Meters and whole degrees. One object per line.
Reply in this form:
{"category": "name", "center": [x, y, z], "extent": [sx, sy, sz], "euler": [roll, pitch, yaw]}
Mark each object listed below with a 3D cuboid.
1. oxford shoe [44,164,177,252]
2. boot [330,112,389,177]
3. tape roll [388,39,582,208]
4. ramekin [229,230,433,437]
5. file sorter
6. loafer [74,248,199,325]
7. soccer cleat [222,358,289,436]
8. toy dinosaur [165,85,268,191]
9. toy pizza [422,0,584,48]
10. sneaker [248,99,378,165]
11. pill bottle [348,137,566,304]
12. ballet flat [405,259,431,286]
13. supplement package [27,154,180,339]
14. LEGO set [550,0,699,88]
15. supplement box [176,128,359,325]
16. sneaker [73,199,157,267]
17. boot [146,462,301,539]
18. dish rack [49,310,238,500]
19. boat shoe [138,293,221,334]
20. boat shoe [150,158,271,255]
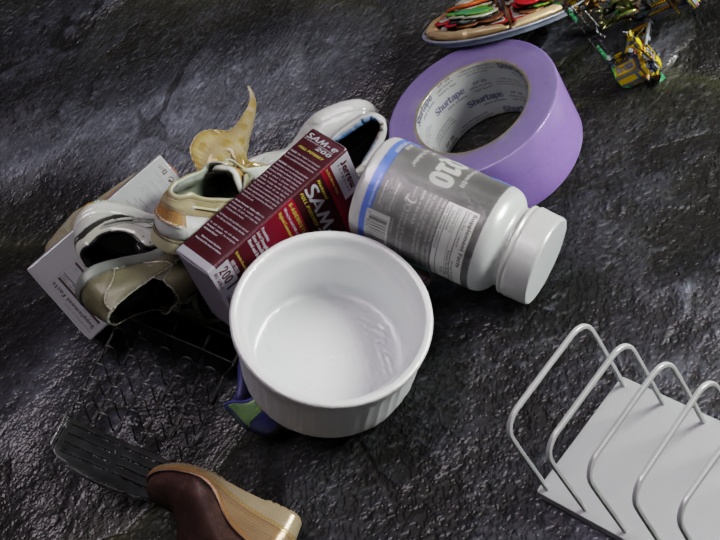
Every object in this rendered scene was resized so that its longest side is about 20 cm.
{"category": "oxford shoe", "center": [-0.316, -0.073, 1.910], "extent": [0.200, 0.071, 0.074], "euler": [-38, 40, -3]}
{"category": "boot", "center": [-0.046, -0.104, 1.719], "extent": [0.074, 0.096, 0.200], "euler": [43, 93, 2]}
{"category": "tape roll", "center": [0.137, -0.153, 1.684], "extent": [0.199, 0.085, 0.201], "euler": [-17, 47, 19]}
{"category": "ramekin", "center": [-0.031, 0.069, 1.536], "extent": [0.200, 0.098, 0.201], "euler": [2, 58, -3]}
{"category": "file sorter", "center": [0.248, 0.153, 1.318], "extent": [0.200, 0.125, 0.139], "euler": [25, 69, 43]}
{"category": "loafer", "center": [-0.199, 0.014, 1.627], "extent": [0.199, 0.075, 0.070], "euler": [-20, 51, -18]}
{"category": "soccer cleat", "center": [-0.083, 0.076, 1.610], "extent": [0.065, 0.084, 0.201], "euler": [-27, 37, 55]}
{"category": "toy dinosaur", "center": [-0.143, -0.127, 1.746], "extent": [0.200, 0.101, 0.058], "euler": [-54, 11, -28]}
{"category": "toy pizza", "center": [0.165, -0.305, 1.775], "extent": [0.199, 0.032, 0.200], "euler": [-15, 20, 6]}
{"category": "sneaker", "center": [-0.056, -0.118, 1.797], "extent": [0.200, 0.075, 0.089], "euler": [-33, 54, 13]}
{"category": "pill bottle", "center": [0.099, -0.048, 1.555], "extent": [0.199, 0.114, 0.114], "euler": [25, 66, 16]}
{"category": "ballet flat", "center": [0.000, 0.000, 1.659], "extent": [0.200, 0.069, 0.071], "euler": [28, 89, 48]}
{"category": "supplement package", "center": [-0.276, -0.028, 1.787], "extent": [0.200, 0.110, 0.114], "euler": [-42, 8, -6]}
{"category": "LEGO set", "center": [0.295, -0.306, 1.645], "extent": [0.116, 0.200, 0.154], "euler": [-23, 27, 38]}
{"category": "supplement box", "center": [-0.086, -0.041, 1.607], "extent": [0.200, 0.109, 0.061], "euler": [-44, 49, -16]}
{"category": "sneaker", "center": [-0.216, -0.024, 1.685], "extent": [0.199, 0.076, 0.088], "euler": [1, 33, -4]}
{"category": "boot", "center": [-0.169, 0.282, 1.500], "extent": [0.199, 0.072, 0.167], "euler": [14, 58, 34]}
{"category": "dish rack", "center": [-0.233, 0.138, 1.634], "extent": [0.153, 0.055, 0.200], "euler": [22, 62, 4]}
{"category": "boat shoe", "center": [-0.183, 0.029, 1.701], "extent": [0.199, 0.072, 0.062], "euler": [-12, 8, 5]}
{"category": "boat shoe", "center": [-0.137, -0.079, 1.629], "extent": [0.075, 0.069, 0.200], "euler": [30, 36, 23]}
